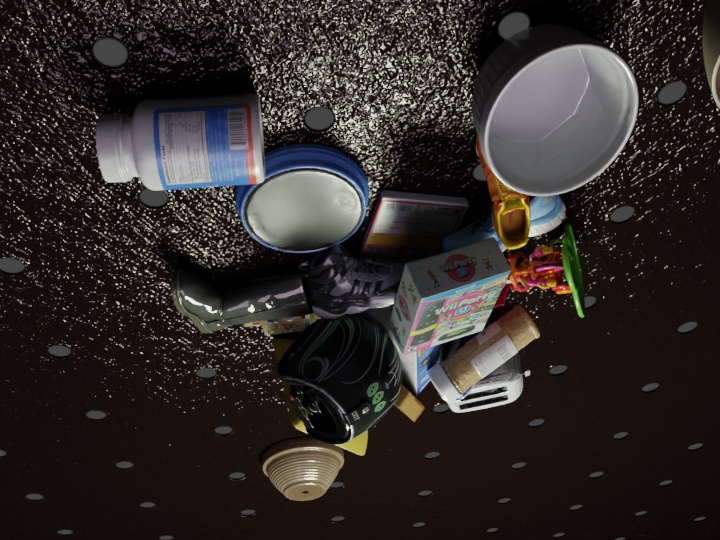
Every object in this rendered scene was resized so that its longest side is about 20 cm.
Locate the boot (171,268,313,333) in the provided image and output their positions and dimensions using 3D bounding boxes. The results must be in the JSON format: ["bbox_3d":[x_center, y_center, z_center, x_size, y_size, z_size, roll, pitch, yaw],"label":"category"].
[{"bbox_3d":[-0.188,0.040,1.264,0.196,0.074,0.182,-6,155,12],"label":"boot"}]

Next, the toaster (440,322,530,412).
[{"bbox_3d":[0.221,0.187,1.491,0.196,0.131,0.114,-12,143,5],"label":"toaster"}]

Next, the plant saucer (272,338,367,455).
[{"bbox_3d":[-0.063,0.221,1.433,0.048,0.202,0.199,-39,135,19],"label":"plant saucer"}]

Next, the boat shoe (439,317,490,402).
[{"bbox_3d":[0.185,0.137,1.402,0.071,0.073,0.203,13,105,-12],"label":"boat shoe"}]

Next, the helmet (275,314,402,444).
[{"bbox_3d":[-0.026,0.165,1.271,0.198,0.191,0.202,24,140,22],"label":"helmet"}]

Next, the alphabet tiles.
[{"bbox_3d":[-0.113,0.059,1.364,0.196,0.006,0.168,-6,142,-2],"label":"alphabet tiles"}]

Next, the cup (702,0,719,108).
[{"bbox_3d":[0.479,-0.295,0.896,0.196,0.145,0.202,-5,143,-4],"label":"cup"}]

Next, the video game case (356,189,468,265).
[{"bbox_3d":[0.075,-0.049,1.248,0.140,0.018,0.201,3,141,-15],"label":"video game case"}]

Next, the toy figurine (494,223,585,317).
[{"bbox_3d":[0.258,0.012,1.258,0.181,0.153,0.200,-10,171,19],"label":"toy figurine"}]

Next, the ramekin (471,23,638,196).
[{"bbox_3d":[0.232,-0.205,0.970,0.196,0.106,0.203,-7,128,-8],"label":"ramekin"}]

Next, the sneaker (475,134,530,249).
[{"bbox_3d":[0.210,-0.126,1.089,0.072,0.077,0.203,-16,116,4],"label":"sneaker"}]

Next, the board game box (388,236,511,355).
[{"bbox_3d":[0.131,0.044,1.185,0.145,0.065,0.201,-16,152,-14],"label":"board game box"}]

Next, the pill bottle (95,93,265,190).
[{"bbox_3d":[-0.221,-0.159,0.971,0.196,0.114,0.113,-4,143,-4],"label":"pill bottle"}]

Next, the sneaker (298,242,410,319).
[{"bbox_3d":[0.000,0.000,1.223,0.197,0.076,0.115,-17,118,13],"label":"sneaker"}]

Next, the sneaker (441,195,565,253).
[{"bbox_3d":[0.209,-0.084,1.196,0.198,0.079,0.091,-27,122,11],"label":"sneaker"}]

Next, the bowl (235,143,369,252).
[{"bbox_3d":[-0.084,-0.098,1.137,0.196,0.040,0.202,-5,143,-4],"label":"bowl"}]

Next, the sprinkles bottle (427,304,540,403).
[{"bbox_3d":[0.211,0.143,1.333,0.199,0.069,0.068,-37,139,3],"label":"sprinkles bottle"}]

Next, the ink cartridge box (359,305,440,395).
[{"bbox_3d":[0.070,0.129,1.374,0.076,0.136,0.202,-41,151,-25],"label":"ink cartridge box"}]

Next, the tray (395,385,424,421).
[{"bbox_3d":[0.023,0.189,1.408,0.037,0.199,0.099,-49,148,-6],"label":"tray"}]

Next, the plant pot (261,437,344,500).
[{"bbox_3d":[-0.133,0.481,1.842,0.197,0.094,0.203,-6,142,-4],"label":"plant pot"}]
